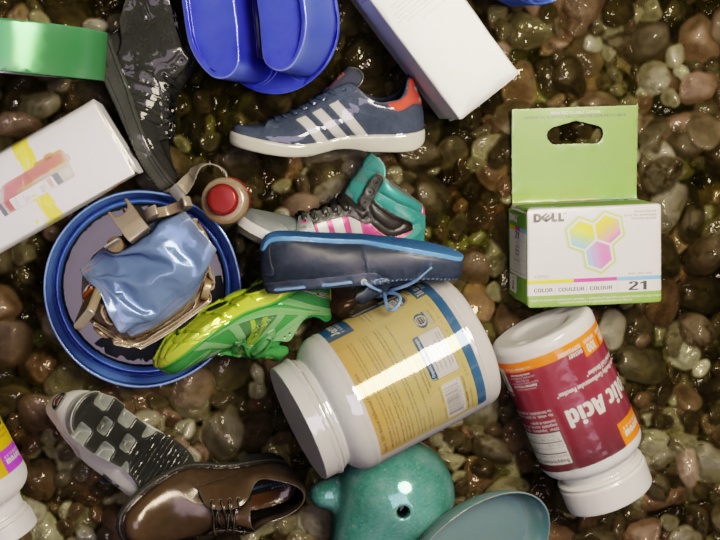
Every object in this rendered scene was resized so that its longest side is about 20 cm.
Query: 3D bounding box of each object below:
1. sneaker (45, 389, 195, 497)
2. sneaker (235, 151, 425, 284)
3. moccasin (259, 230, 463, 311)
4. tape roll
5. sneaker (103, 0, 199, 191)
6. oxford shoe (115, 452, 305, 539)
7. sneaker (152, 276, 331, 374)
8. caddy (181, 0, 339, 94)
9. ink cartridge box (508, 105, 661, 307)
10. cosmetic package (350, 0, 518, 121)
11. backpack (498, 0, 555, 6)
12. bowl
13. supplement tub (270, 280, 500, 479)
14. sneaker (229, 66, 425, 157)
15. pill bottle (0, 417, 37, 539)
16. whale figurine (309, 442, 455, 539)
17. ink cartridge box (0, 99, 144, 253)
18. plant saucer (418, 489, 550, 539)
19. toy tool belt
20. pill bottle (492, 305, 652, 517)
[{"bbox_3d":[-0.243,0.185,1.414,0.074,0.088,0.200,-54,125,-24],"label":"sneaker"},{"bbox_3d":[-0.019,-0.065,1.398,0.199,0.084,0.121,14,100,-17],"label":"sneaker"},{"bbox_3d":[0.000,0.000,1.352,0.199,0.080,0.069,5,98,-1],"label":"moccasin"},{"bbox_3d":[-0.337,-0.208,1.280,0.199,0.200,0.049,3,96,-8],"label":"tape roll"},{"bbox_3d":[-0.199,-0.189,1.371,0.104,0.060,0.201,-25,92,-2],"label":"sneaker"},{"bbox_3d":[-0.147,0.235,1.387,0.199,0.084,0.073,-14,110,-25],"label":"oxford shoe"},{"bbox_3d":[-0.110,0.061,1.371,0.199,0.074,0.084,-25,106,-20],"label":"sneaker"},{"bbox_3d":[-0.097,-0.274,1.353,0.141,0.105,0.201,-3,98,21],"label":"caddy"},{"bbox_3d":[0.233,-0.069,1.438,0.147,0.076,0.201,-3,99,-8],"label":"ink cartridge box"},{"bbox_3d":[0.060,-0.250,1.376,0.081,0.113,0.200,-40,102,-1],"label":"cosmetic package"},{"bbox_3d":[0.152,-0.356,1.349,0.162,0.168,0.200,-40,104,5],"label":"backpack"},{"bbox_3d":[-0.221,0.017,1.405,0.199,0.039,0.202,-1,97,-8],"label":"bowl"},{"bbox_3d":[0.024,0.109,1.384,0.199,0.145,0.145,-26,100,-13],"label":"supplement tub"},{"bbox_3d":[-0.034,-0.162,1.388,0.199,0.075,0.085,-4,105,-10],"label":"sneaker"},{"bbox_3d":[-0.399,0.180,1.368,0.104,0.104,0.201,-26,100,-4],"label":"pill bottle"},{"bbox_3d":[0.017,0.270,1.434,0.159,0.104,0.201,32,90,-11],"label":"whale figurine"},{"bbox_3d":[-0.317,-0.082,1.327,0.199,0.145,0.084,-30,98,-4],"label":"ink cartridge box"},{"bbox_3d":[0.113,0.306,1.445,0.199,0.027,0.201,-22,132,-26],"label":"plant saucer"},{"bbox_3d":[-0.188,-0.015,1.314,0.200,0.123,0.125,-43,90,2],"label":"toy tool belt"},{"bbox_3d":[0.225,0.148,1.443,0.114,0.114,0.201,-25,100,-4],"label":"pill bottle"}]
